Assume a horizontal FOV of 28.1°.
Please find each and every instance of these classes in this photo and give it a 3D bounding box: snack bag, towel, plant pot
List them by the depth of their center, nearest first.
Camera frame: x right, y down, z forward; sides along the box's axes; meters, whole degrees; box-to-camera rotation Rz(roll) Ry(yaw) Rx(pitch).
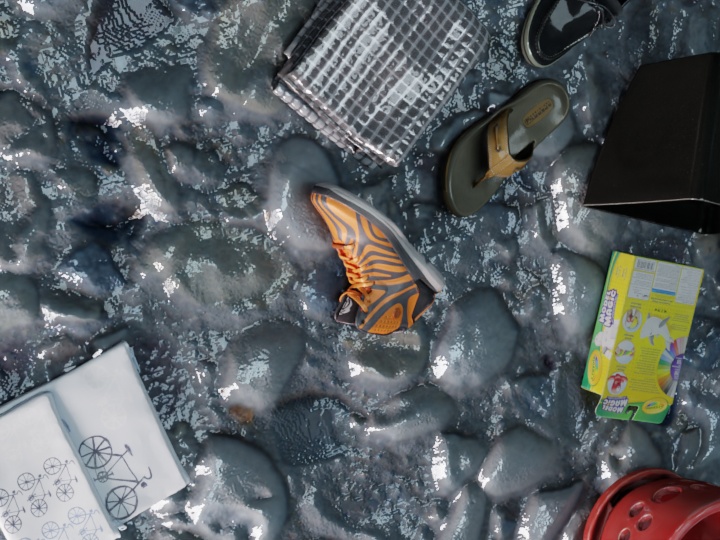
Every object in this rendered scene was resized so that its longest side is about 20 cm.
[{"bbox_3d":[-0.284,0.195,1.460,0.200,0.021,0.189,-29,112,-20],"label":"snack bag"},{"bbox_3d":[0.023,-0.222,1.495,0.166,0.086,0.200,39,82,-28],"label":"towel"},{"bbox_3d":[0.404,-0.145,1.659,0.200,0.199,0.178,11,85,-29],"label":"plant pot"},{"bbox_3d":[0.381,0.344,1.747,0.200,0.182,0.201,-7,104,-27],"label":"plant pot"}]

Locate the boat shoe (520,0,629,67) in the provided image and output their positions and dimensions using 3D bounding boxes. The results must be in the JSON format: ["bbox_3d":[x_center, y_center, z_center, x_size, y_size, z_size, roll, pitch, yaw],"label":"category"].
[{"bbox_3d":[0.257,-0.305,1.613,0.200,0.062,0.075,-44,119,-11],"label":"boat shoe"}]

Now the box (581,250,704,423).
[{"bbox_3d":[0.341,0.083,1.750,0.117,0.048,0.200,10,94,-29],"label":"box"}]

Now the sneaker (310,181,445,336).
[{"bbox_3d":[0.000,0.000,1.534,0.200,0.078,0.112,43,79,-28],"label":"sneaker"}]

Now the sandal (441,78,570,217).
[{"bbox_3d":[0.168,-0.139,1.605,0.200,0.055,0.082,-40,116,-15],"label":"sandal"}]
